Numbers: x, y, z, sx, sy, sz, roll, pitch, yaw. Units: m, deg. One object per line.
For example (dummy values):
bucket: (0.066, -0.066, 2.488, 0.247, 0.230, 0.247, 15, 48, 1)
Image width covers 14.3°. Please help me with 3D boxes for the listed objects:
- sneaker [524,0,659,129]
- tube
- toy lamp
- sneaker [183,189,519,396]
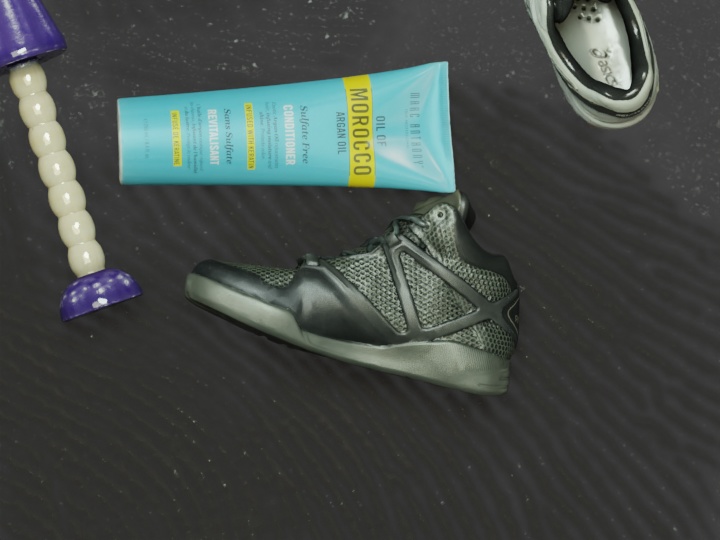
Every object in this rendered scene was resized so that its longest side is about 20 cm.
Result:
sneaker: (0.122, -0.179, 1.687, 0.076, 0.088, 0.200, -30, 88, 1)
tube: (-0.045, -0.080, 1.707, 0.199, 0.050, 0.078, -3, 96, -6)
toy lamp: (-0.182, -0.073, 1.697, 0.058, 0.058, 0.201, -20, 91, -1)
sneaker: (0.000, 0.000, 1.690, 0.199, 0.076, 0.115, 12, 87, -3)
